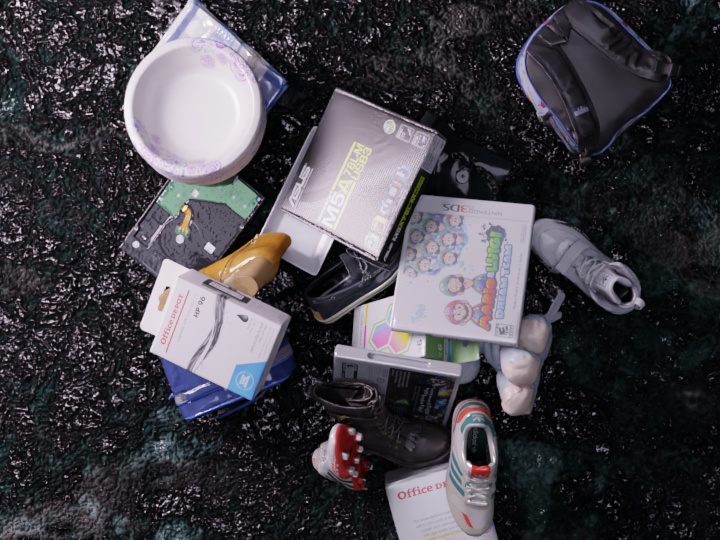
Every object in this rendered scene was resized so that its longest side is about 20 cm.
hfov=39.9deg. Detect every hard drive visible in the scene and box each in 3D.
[{"bbox_3d":[-0.253,-0.073,1.512,0.139,0.038,0.201,37,95,0],"label":"hard drive"}]

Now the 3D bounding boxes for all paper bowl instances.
[{"bbox_3d":[-0.235,-0.225,1.439,0.196,0.104,0.205,0,84,1],"label":"paper bowl"}]

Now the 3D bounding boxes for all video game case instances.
[{"bbox_3d":[0.048,0.171,1.444,0.178,0.201,0.024,9,60,2],"label":"video game case"},{"bbox_3d":[0.142,-0.003,1.380,0.179,0.024,0.204,6,73,14],"label":"video game case"}]

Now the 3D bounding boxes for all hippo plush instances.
[{"bbox_3d":[0.191,0.097,1.426,0.158,0.160,0.203,16,68,15],"label":"hippo plush"}]

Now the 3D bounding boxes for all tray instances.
[{"bbox_3d":[-0.069,-0.105,1.509,0.106,0.022,0.203,27,94,2],"label":"tray"}]

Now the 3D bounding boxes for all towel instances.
[{"bbox_3d":[-0.224,-0.293,1.505,0.199,0.024,0.147,40,95,0],"label":"towel"}]

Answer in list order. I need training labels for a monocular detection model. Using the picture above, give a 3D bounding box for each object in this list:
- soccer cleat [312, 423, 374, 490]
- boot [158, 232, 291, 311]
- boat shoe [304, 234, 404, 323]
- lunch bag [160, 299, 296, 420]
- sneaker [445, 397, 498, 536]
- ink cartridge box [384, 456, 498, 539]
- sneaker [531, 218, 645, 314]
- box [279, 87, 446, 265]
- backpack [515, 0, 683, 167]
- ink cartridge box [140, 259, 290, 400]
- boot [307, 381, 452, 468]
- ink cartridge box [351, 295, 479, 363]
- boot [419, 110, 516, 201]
[{"bbox_3d":[-0.035,0.274,1.453,0.084,0.201,0.070,8,66,15],"label":"soccer cleat"},{"bbox_3d":[-0.199,0.012,1.465,0.198,0.144,0.072,-18,110,25],"label":"boot"},{"bbox_3d":[0.000,0.000,1.482,0.199,0.075,0.062,-37,128,7],"label":"boat shoe"},{"bbox_3d":[-0.199,0.142,1.472,0.197,0.136,0.134,-24,91,7],"label":"lunch bag"},{"bbox_3d":[0.158,0.288,1.397,0.069,0.093,0.204,1,99,1],"label":"sneaker"},{"bbox_3d":[0.129,0.388,1.498,0.142,0.085,0.204,-16,94,3],"label":"ink cartridge box"},{"bbox_3d":[0.333,-0.007,1.449,0.199,0.115,0.076,38,94,0],"label":"sneaker"},{"bbox_3d":[0.001,-0.137,1.429,0.191,0.047,0.203,29,95,28],"label":"box"},{"bbox_3d":[0.320,-0.282,1.417,0.200,0.154,0.191,-41,99,-2],"label":"backpack"},{"bbox_3d":[-0.209,0.078,1.361,0.197,0.068,0.118,24,102,4],"label":"ink cartridge box"},{"bbox_3d":[0.032,0.218,1.435,0.196,0.175,0.070,4,60,15],"label":"boot"},{"bbox_3d":[0.076,0.089,1.426,0.198,0.059,0.106,-17,59,40],"label":"ink cartridge box"},{"bbox_3d":[0.117,-0.114,1.472,0.167,0.076,0.202,34,88,4],"label":"boot"}]
